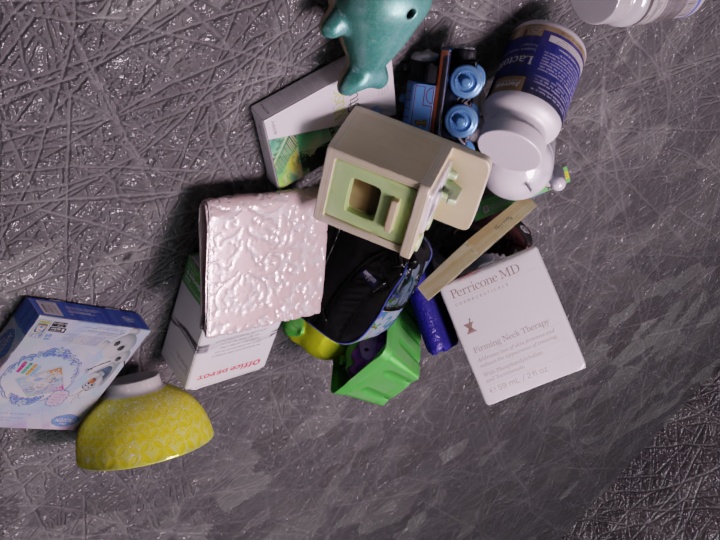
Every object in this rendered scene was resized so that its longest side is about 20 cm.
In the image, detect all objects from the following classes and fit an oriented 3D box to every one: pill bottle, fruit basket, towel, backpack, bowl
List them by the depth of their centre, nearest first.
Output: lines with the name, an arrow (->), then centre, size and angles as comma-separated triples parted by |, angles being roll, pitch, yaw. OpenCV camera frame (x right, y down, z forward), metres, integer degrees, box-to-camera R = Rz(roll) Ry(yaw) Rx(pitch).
towel -> -0.131, -0.016, 1.596 | 0.200, 0.032, 0.191 | -11, 113, -39
pill bottle -> 0.241, -0.247, 1.669 | 0.116, 0.116, 0.200 | 71, 37, -58
bowl -> -0.321, 0.207, 1.702 | 0.200, 0.200, 0.108 | -15, 98, -37
pill bottle -> 0.407, -0.417, 1.719 | 0.200, 0.114, 0.114 | -15, 141, -36
backpack -> 0.000, 0.000, 1.738 | 0.147, 0.183, 0.200 | -18, 143, -56
towel -> 0.095, 0.034, 1.859 | 0.050, 0.200, 0.148 | -20, 177, 13
fruit basket -> -0.013, 0.095, 1.866 | 0.156, 0.216, 0.216 | -41, 153, 31

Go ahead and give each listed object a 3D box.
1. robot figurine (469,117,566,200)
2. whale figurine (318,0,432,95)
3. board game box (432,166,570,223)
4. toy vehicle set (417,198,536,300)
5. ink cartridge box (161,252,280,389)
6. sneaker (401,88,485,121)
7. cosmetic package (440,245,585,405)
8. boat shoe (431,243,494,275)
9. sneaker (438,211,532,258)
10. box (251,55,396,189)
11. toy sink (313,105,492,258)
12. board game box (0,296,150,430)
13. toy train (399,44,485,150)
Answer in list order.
robot figurine -> 0.239, -0.177, 1.792 | 0.113, 0.170, 0.200 | -62, -177, 27
whale figurine -> 0.025, -0.300, 1.438 | 0.159, 0.104, 0.200 | -17, 132, -35
board game box -> 0.220, -0.121, 1.893 | 0.200, 0.135, 0.029 | -22, 102, -28
toy vehicle set -> 0.177, -0.037, 1.763 | 0.200, 0.027, 0.124 | -37, 173, -48
ink cartridge box -> -0.192, 0.063, 1.701 | 0.146, 0.084, 0.200 | -13, 140, -39
sneaker -> 0.098, -0.203, 1.700 | 0.200, 0.075, 0.081 | -45, 141, 7
cosmetic package -> 0.237, 0.083, 1.855 | 0.167, 0.200, 0.166 | -23, 179, 6
boat shoe -> 0.166, -0.006, 2.012 | 0.057, 0.069, 0.200 | -49, 160, 26
sneaker -> 0.223, -0.049, 1.947 | 0.200, 0.116, 0.076 | -33, 158, -45
box -> -0.044, -0.207, 1.565 | 0.200, 0.036, 0.144 | -30, 148, -14
toy sink -> 0.054, -0.106, 1.551 | 0.130, 0.200, 0.112 | 106, 10, -45
board game box -> -0.415, 0.130, 1.581 | 0.199, 0.043, 0.200 | -51, 148, 16
toy train -> 0.107, -0.213, 1.617 | 0.087, 0.114, 0.200 | -60, 157, -74
